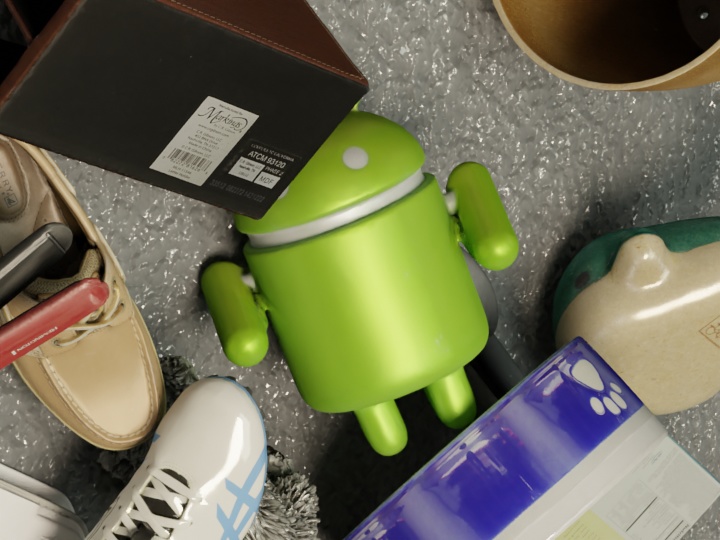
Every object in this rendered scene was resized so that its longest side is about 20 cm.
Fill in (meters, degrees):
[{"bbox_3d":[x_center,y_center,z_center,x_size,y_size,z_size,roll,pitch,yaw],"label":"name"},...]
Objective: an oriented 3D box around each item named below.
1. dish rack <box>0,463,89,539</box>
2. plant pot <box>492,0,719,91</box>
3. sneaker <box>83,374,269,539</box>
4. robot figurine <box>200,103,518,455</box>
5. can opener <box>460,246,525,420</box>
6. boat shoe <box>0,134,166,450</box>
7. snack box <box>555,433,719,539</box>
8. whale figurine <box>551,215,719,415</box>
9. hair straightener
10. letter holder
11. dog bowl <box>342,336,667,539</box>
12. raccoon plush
[{"bbox_3d":[-0.225,0.194,1.381,0.171,0.043,0.201,31,78,-45],"label":"dish rack"},{"bbox_3d":[0.202,-0.187,1.630,0.200,0.186,0.187,13,92,-60],"label":"plant pot"},{"bbox_3d":[-0.110,0.146,1.374,0.200,0.072,0.072,-61,168,11],"label":"sneaker"},{"bbox_3d":[0.000,0.000,1.486,0.175,0.116,0.201,-21,101,0],"label":"robot figurine"},{"bbox_3d":[0.070,0.056,1.630,0.053,0.066,0.200,-56,138,-21],"label":"can opener"},{"bbox_3d":[-0.156,0.011,1.353,0.071,0.064,0.200,-33,110,-13],"label":"boat shoe"},{"bbox_3d":[0.132,0.180,1.695,0.200,0.037,0.116,-48,133,1],"label":"snack box"},{"bbox_3d":[0.212,0.004,1.682,0.200,0.104,0.159,-37,133,22],"label":"whale figurine"},{"bbox_3d":[-0.224,0.035,1.303,0.200,0.077,0.041,-34,161,4],"label":"hair straightener"},{"bbox_3d":[-0.119,-0.129,1.373,0.200,0.142,0.101,18,120,-47],"label":"letter holder"},{"bbox_3d":[0.080,0.131,1.540,0.200,0.200,0.079,-37,83,-33],"label":"dog bowl"},{"bbox_3d":[-0.069,0.129,1.425,0.097,0.200,0.134,-43,141,-9],"label":"raccoon plush"}]
